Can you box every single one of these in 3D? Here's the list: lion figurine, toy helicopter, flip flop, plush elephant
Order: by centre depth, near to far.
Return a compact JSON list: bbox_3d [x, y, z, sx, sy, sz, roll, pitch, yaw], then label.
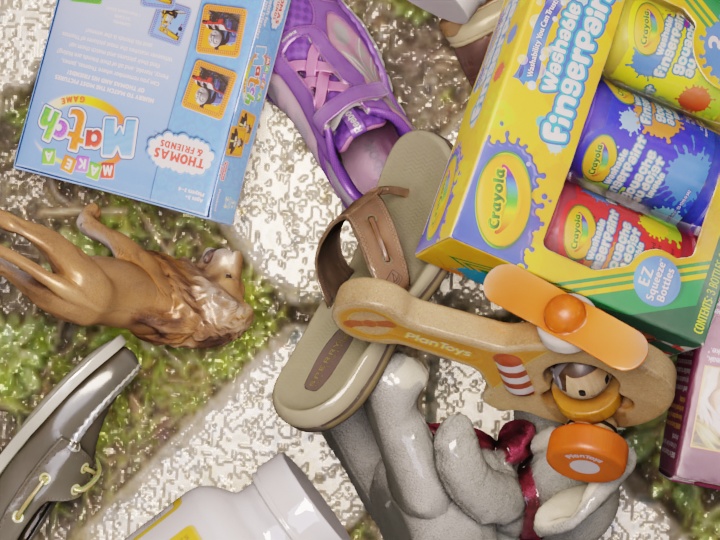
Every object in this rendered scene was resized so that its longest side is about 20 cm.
[{"bbox_3d":[0.083,0.042,1.524,0.200,0.132,0.079,17,63,-6],"label":"toy helicopter"},{"bbox_3d":[0.000,0.000,1.594,0.058,0.081,0.200,43,69,-36],"label":"flip flop"},{"bbox_3d":[0.089,0.125,1.656,0.155,0.165,0.200,-22,78,-16],"label":"plush elephant"},{"bbox_3d":[-0.158,0.009,1.662,0.122,0.200,0.073,37,113,26],"label":"lion figurine"}]

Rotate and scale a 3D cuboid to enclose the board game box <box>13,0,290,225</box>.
[{"bbox_3d":[-0.125,-0.143,1.697,0.151,0.037,0.200,15,89,27],"label":"board game box"}]

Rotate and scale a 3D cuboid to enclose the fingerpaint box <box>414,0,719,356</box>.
[{"bbox_3d":[0.145,-0.073,1.579,0.167,0.073,0.200,23,76,-12],"label":"fingerpaint box"}]

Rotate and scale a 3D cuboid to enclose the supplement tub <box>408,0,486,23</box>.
[{"bbox_3d":[0.070,-0.267,1.655,0.145,0.145,0.200,33,85,2],"label":"supplement tub"}]

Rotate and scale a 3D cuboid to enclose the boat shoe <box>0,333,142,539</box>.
[{"bbox_3d":[-0.200,0.128,1.708,0.060,0.072,0.202,41,97,3],"label":"boat shoe"}]

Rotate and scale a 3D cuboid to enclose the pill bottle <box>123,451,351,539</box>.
[{"bbox_3d":[-0.104,0.204,1.682,0.200,0.112,0.112,-37,88,2],"label":"pill bottle"}]

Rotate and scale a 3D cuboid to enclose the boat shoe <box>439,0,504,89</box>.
[{"bbox_3d":[0.152,-0.168,1.701,0.200,0.072,0.072,-24,100,3],"label":"boat shoe"}]

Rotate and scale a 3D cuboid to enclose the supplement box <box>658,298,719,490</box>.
[{"bbox_3d":[0.267,0.042,1.673,0.131,0.103,0.201,11,89,1],"label":"supplement box"}]

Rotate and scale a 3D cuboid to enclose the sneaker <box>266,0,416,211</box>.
[{"bbox_3d":[-0.013,-0.104,1.694,0.080,0.088,0.200,-34,87,3],"label":"sneaker"}]
